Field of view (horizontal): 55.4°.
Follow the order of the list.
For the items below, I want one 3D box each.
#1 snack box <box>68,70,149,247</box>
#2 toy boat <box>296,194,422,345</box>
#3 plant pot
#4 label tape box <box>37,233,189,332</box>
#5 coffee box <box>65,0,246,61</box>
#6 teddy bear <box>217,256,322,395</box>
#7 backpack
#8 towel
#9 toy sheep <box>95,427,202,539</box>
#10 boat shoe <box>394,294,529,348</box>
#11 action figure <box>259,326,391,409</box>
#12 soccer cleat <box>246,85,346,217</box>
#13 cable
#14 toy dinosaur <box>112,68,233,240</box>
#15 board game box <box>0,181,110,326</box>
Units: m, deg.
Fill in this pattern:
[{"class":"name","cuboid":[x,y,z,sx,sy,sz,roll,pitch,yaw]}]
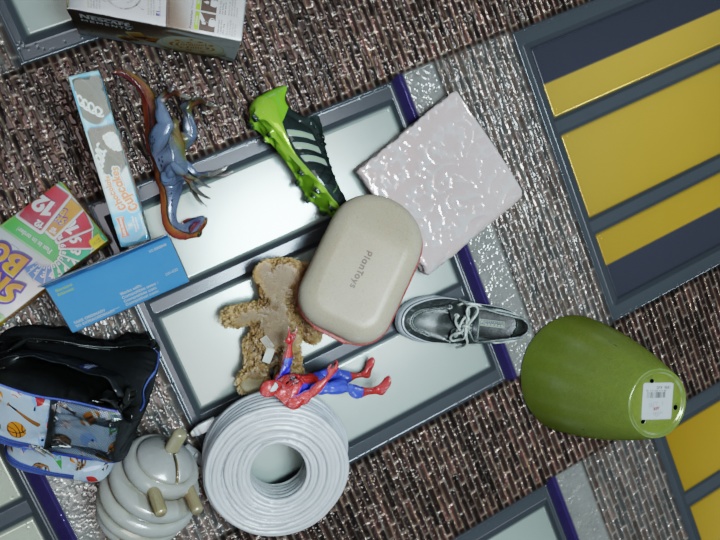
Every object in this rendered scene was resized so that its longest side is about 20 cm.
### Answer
[{"class":"snack box","cuboid":[-0.302,-0.129,0.839,0.037,0.116,0.202,-16,97,-14]},{"class":"toy boat","cuboid":[0.000,0.000,0.925,0.130,0.131,0.201,27,80,-2]},{"class":"plant pot","cuboid":[0.364,0.170,1.000,0.185,0.200,0.189,-1,93,-15]},{"class":"label tape box","cuboid":[-0.281,0.013,0.809,0.143,0.200,0.064,-24,98,-13]},{"class":"coffee box","cuboid":[-0.247,-0.325,0.847,0.198,0.114,0.081,6,92,-16]},{"class":"teddy bear","cuboid":[-0.118,0.078,0.936,0.144,0.067,0.202,-12,103,-10]},{"class":"backpack","cuboid":[-0.351,0.147,0.815,0.189,0.200,0.155,20,100,-12]},{"class":"towel","cuboid":[0.116,-0.127,1.002,0.200,0.032,0.192,-39,101,-11]},{"class":"toy sheep","cuboid":[-0.262,0.277,0.857,0.137,0.138,0.201,31,106,-15]},{"class":"boat shoe","cuboid":[0.151,0.079,1.003,0.198,0.068,0.074,10,90,-16]},{"class":"action figure","cuboid":[-0.041,0.127,0.904,0.199,0.065,0.100,-3,123,-40]},{"class":"soccer cleat","cuboid":[-0.069,-0.160,0.934,0.081,0.067,0.200,-43,103,-23]},{"class":"cable","cuboid":[-0.112,0.256,0.920,0.199,0.069,0.201,-35,107,0]},{"class":"toy dinosaur","cuboid":[-0.242,-0.140,0.898,0.199,0.105,0.183,24,101,21]},{"class":"board game box","cuboid":[-0.423,-0.012,0.853,0.200,0.030,0.096,-40,93,-8]}]
